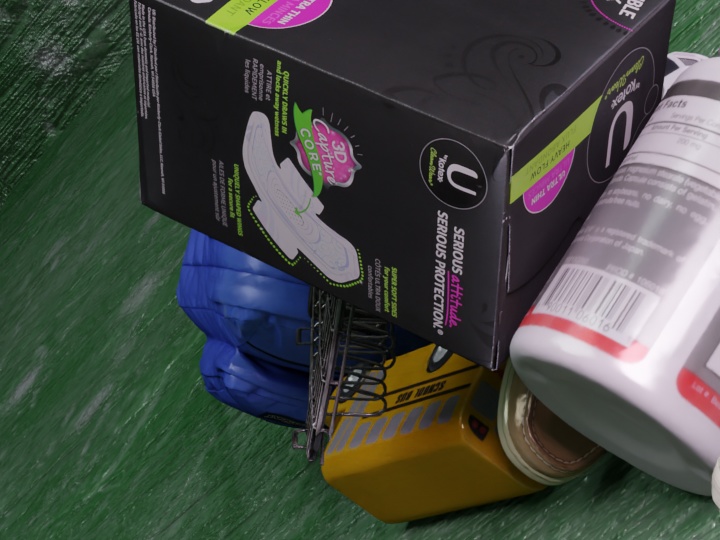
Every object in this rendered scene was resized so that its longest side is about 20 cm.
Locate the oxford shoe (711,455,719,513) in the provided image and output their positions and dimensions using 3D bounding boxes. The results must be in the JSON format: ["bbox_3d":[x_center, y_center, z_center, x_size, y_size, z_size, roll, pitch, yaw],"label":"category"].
[{"bbox_3d":[0.171,0.118,0.715,0.200,0.074,0.058,-126,32,-66],"label":"oxford shoe"}]

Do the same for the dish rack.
[{"bbox_3d":[0.000,0.000,1.112,0.200,0.054,0.155,-90,8,-64],"label":"dish rack"}]

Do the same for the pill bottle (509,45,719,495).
[{"bbox_3d":[0.160,-0.017,0.926,0.201,0.114,0.114,-56,15,-12],"label":"pill bottle"}]

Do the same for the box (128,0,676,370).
[{"bbox_3d":[0.018,-0.077,0.972,0.148,0.199,0.125,-43,-33,-39],"label":"box"}]

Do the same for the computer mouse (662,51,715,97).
[{"bbox_3d":[0.165,-0.080,1.148,0.199,0.044,0.110,-31,28,22],"label":"computer mouse"}]

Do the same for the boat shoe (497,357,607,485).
[{"bbox_3d":[0.134,0.011,1.019,0.201,0.074,0.066,-57,10,-15],"label":"boat shoe"}]

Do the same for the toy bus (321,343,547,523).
[{"bbox_3d":[0.040,0.085,1.158,0.200,0.065,0.079,-25,34,60],"label":"toy bus"}]

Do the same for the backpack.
[{"bbox_3d":[-0.019,0.012,1.323,0.200,0.161,0.170,165,112,-74],"label":"backpack"}]
